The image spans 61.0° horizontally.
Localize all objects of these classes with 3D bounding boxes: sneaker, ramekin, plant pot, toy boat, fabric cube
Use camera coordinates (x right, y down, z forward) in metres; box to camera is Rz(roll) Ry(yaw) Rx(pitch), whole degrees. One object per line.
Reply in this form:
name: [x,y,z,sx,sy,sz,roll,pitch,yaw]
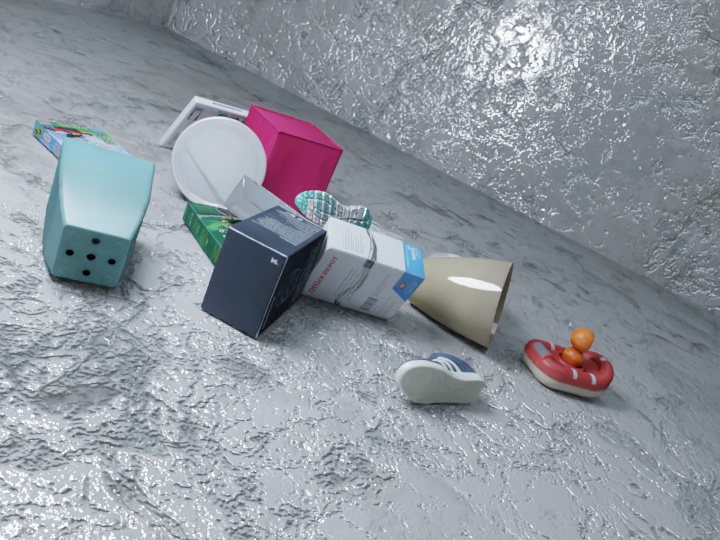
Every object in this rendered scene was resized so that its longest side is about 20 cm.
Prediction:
sneaker: [0.053,-0.062,1.504,0.199,0.076,0.115,18,20,-27]
sneaker: [0.119,0.171,1.022,0.199,0.075,0.085,21,20,-42]
ramekin: [-0.311,-0.237,1.347,0.201,0.204,0.094,19,9,-18]
plant pot: [-0.401,-0.078,0.925,0.141,0.142,0.200,15,30,-27]
toy boat: [0.457,0.182,1.303,0.199,0.131,0.131,17,22,-22]
sneaker: [-0.073,-0.129,1.395,0.199,0.078,0.091,18,-6,-36]
fabric cube: [-0.197,-0.275,1.552,0.195,0.200,0.200,8,26,-36]
plant pot: [0.206,0.045,1.312,0.199,0.189,0.187,17,17,17]

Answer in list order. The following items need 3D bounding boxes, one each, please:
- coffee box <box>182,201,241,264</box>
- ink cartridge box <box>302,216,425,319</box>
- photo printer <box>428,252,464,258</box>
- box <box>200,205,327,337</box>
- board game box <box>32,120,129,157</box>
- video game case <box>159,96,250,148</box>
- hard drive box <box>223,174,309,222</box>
coffee box: [-0.255,-0.063,1.188,0.122,0.044,0.200,9,26,-40]
ink cartridge box: [0.000,0.000,1.162,0.199,0.145,0.084,18,46,-21]
photo printer: [0.252,0.013,1.478,0.165,0.070,0.200,23,-1,-8]
box: [-0.155,-0.005,1.015,0.107,0.149,0.200,27,20,6]
board game box: [-0.569,-0.250,1.287,0.200,0.037,0.151,38,23,28]
video game case: [-0.391,-0.362,1.574,0.181,0.200,0.024,5,63,-44]
hard drive box: [-0.155,-0.091,1.233,0.156,0.077,0.200,37,1,26]
